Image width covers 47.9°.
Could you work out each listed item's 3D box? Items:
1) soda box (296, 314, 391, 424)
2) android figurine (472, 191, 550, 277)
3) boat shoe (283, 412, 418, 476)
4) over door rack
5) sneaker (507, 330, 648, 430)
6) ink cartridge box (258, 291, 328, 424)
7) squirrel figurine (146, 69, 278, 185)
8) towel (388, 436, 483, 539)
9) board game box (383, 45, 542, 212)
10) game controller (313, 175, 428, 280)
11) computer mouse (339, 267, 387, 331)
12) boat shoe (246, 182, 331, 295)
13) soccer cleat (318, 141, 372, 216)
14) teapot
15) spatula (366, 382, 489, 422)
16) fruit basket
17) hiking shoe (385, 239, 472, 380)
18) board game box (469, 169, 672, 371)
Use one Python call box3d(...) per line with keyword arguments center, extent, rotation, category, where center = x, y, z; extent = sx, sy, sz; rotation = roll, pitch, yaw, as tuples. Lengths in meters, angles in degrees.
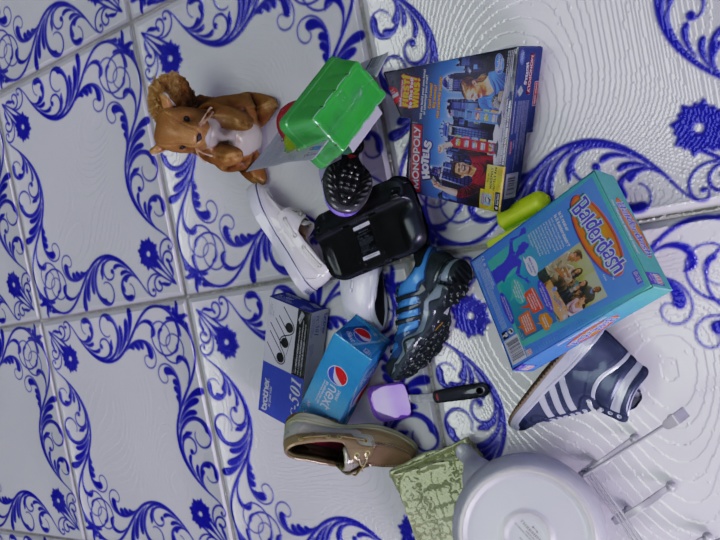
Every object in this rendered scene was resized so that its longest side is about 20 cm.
box3d(center=(-0.030, 0.166, 1.203), extent=(0.068, 0.064, 0.200), rotation=(35, 127, 14), category="soda box")
box3d(center=(0.236, -0.008, 1.002), extent=(0.200, 0.041, 0.182), rotation=(-31, 79, 38), category="android figurine")
box3d(center=(-0.017, 0.263, 1.178), extent=(0.200, 0.066, 0.074), rotation=(9, 127, 1), category="boat shoe")
box3d(center=(0.358, 0.252, 0.928), extent=(0.148, 0.067, 0.200), rotation=(55, 146, 17), category="over door rack")
box3d(center=(0.267, 0.158, 0.991), extent=(0.108, 0.070, 0.200), rotation=(38, 130, 11), category="sneaker")
box3d(center=(-0.109, 0.144, 1.296), extent=(0.094, 0.044, 0.200), rotation=(20, 110, 36), category="ink cartridge box")
box3d(center=(-0.254, -0.222, 1.251), extent=(0.200, 0.187, 0.142), rotation=(31, 116, 30), category="squirrel figurine")
box3d(center=(0.137, 0.345, 1.133), extent=(0.148, 0.036, 0.200), rotation=(-26, 82, 24), category="towel")
box3d(center=(0.120, -0.194, 1.043), extent=(0.200, 0.062, 0.200), rotation=(19, 113, 38), category="board game box")
box3d(center=(0.011, -0.054, 1.119), extent=(0.200, 0.042, 0.104), rotation=(-22, 93, 46), category="game controller")
box3d(center=(0.000, 0.000, 1.185), extent=(0.110, 0.044, 0.200), rotation=(0, 98, 37), category="computer mouse")
box3d(center=(-0.105, -0.061, 1.250), extent=(0.070, 0.071, 0.200), rotation=(-34, 72, 9), category="boat shoe")
box3d(center=(-0.027, -0.126, 1.119), extent=(0.200, 0.068, 0.073), rotation=(-95, 22, -49), category="soccer cleat")
box3d(center=(0.215, 0.320, 1.015), extent=(0.197, 0.146, 0.200), rotation=(-5, 83, 15), category="teapot")
box3d(center=(0.096, 0.182, 1.159), extent=(0.200, 0.021, 0.057), rotation=(-14, 88, 38), category="spatula")
box3d(center=(-0.058, -0.205, 1.101), extent=(0.094, 0.185, 0.200), rotation=(42, 159, -20), category="fruit basket")
box3d(center=(0.081, 0.058, 1.124), extent=(0.087, 0.074, 0.200), rotation=(38, 110, 35), category="hiking shoe")
box3d(center=(0.232, 0.005, 0.929), extent=(0.200, 0.045, 0.152), rotation=(-39, 57, 38), category="board game box")
